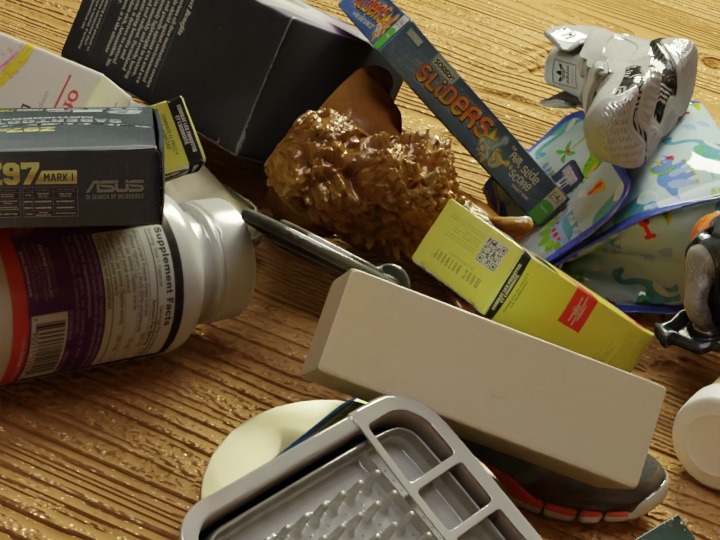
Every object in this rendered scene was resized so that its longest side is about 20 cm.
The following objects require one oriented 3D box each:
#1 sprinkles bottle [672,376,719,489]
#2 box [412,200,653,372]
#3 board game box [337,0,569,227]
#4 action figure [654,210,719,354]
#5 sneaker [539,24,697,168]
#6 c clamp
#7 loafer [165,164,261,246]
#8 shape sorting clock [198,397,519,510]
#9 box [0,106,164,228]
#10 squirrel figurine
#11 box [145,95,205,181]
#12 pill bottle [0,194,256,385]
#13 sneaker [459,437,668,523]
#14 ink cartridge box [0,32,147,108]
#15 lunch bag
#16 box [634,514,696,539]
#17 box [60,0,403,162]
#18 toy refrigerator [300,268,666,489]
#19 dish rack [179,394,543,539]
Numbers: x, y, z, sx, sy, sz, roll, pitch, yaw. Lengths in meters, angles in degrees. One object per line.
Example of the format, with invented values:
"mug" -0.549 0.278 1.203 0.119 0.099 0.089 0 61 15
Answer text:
"sprinkles bottle" 0.289 0.086 1.125 0.068 0.069 0.200 28 31 25
"box" 0.121 0.020 1.080 0.075 0.050 0.200 38 5 40
"board game box" 0.072 -0.132 1.244 0.200 0.034 0.135 45 7 -28
"action figure" 0.312 -0.007 1.126 0.199 0.105 0.193 -22 23 -23
"sneaker" 0.186 -0.139 1.249 0.114 0.076 0.200 13 28 24
"c clamp" 0.000 0.000 1.072 0.170 0.027 0.200 29 0 9
"loafer" -0.155 -0.074 1.217 0.199 0.069 0.076 30 32 27
"shape sorting clock" 0.004 0.148 0.917 0.199 0.039 0.201 15 38 -12
"box" -0.218 -0.064 0.961 0.198 0.051 0.158 -2 15 -7
"squirrel figurine" 0.030 -0.045 1.176 0.186 0.142 0.200 39 9 7
"box" -0.207 -0.060 1.081 0.199 0.050 0.075 -20 2 -10
"pill bottle" -0.170 0.005 1.022 0.199 0.112 0.111 -10 36 -37
"sneaker" 0.105 0.094 1.014 0.199 0.082 0.077 19 29 10
"ink cartridge box" -0.249 -0.104 1.166 0.199 0.118 0.067 22 -6 15
"lunch bag" 0.210 -0.047 1.285 0.199 0.128 0.170 -12 31 -1
"box" 0.139 0.219 0.802 0.199 0.038 0.137 -18 64 -45
"box" -0.097 -0.175 1.312 0.198 0.124 0.200 31 12 26
"toy refrigerator" 0.072 0.063 0.944 0.199 0.070 0.076 20 -9 -6
"dish rack" 0.009 0.166 0.821 0.199 0.044 0.172 -24 69 -46
